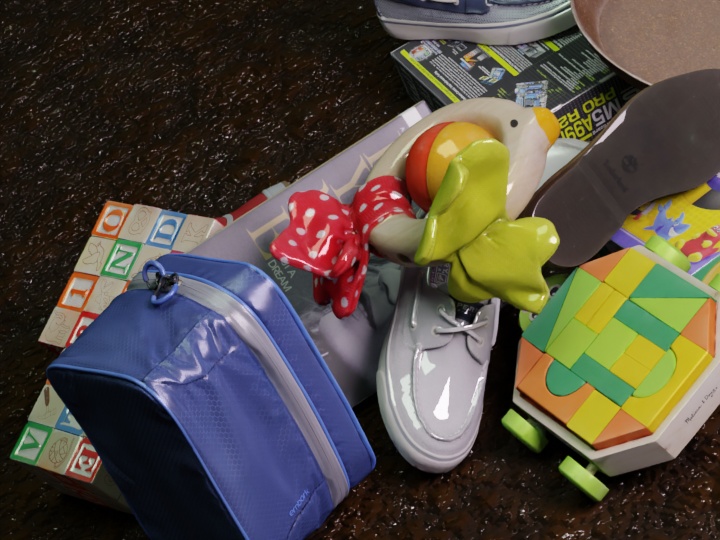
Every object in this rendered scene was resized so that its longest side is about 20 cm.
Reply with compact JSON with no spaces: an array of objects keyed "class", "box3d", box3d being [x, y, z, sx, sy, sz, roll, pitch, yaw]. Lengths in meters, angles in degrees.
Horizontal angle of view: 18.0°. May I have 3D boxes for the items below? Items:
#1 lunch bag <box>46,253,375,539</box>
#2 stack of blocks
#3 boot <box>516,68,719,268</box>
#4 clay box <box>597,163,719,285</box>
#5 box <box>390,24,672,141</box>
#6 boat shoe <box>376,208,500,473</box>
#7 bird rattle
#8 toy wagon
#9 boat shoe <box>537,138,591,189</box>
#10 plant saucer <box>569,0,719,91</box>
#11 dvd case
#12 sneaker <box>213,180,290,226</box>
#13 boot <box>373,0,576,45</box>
[{"class":"lunch bag","box3d":[-0.090,0.080,1.428,0.135,0.201,0.132,9,45,48]},{"class":"stack of blocks","box3d":[-0.163,0.058,1.573,0.115,0.059,0.201,10,69,42]},{"class":"boot","box3d":[0.171,-0.068,1.492,0.199,0.074,0.075,-35,7,-21]},{"class":"clay box","box3d":[0.261,-0.054,1.506,0.200,0.048,0.115,-37,35,-11]},{"class":"box","box3d":[0.132,-0.154,1.734,0.160,0.044,0.200,-32,34,-7]},{"class":"boat shoe","box3d":[0.060,0.030,1.464,0.071,0.069,0.201,19,57,-9]},{"class":"bird rattle","box3d":[0.048,-0.040,1.439,0.199,0.113,0.164,-5,44,51]},{"class":"toy wagon","box3d":[0.151,0.048,1.411,0.155,0.040,0.200,-50,36,-2]},{"class":"boat shoe","box3d":[0.085,-0.059,1.594,0.199,0.068,0.075,-8,69,36]},{"class":"plant saucer","box3d":[0.246,-0.175,1.635,0.199,0.037,0.201,4,45,-4]},{"class":"dvd case","box3d":[0.000,0.000,1.535,0.199,0.149,0.016,-33,2,-11]},{"class":"sneaker","box3d":[-0.073,0.008,1.629,0.112,0.072,0.200,-25,26,-5]},{"class":"boot","box3d":[0.083,-0.228,1.745,0.199,0.091,0.073,1,41,35]}]
